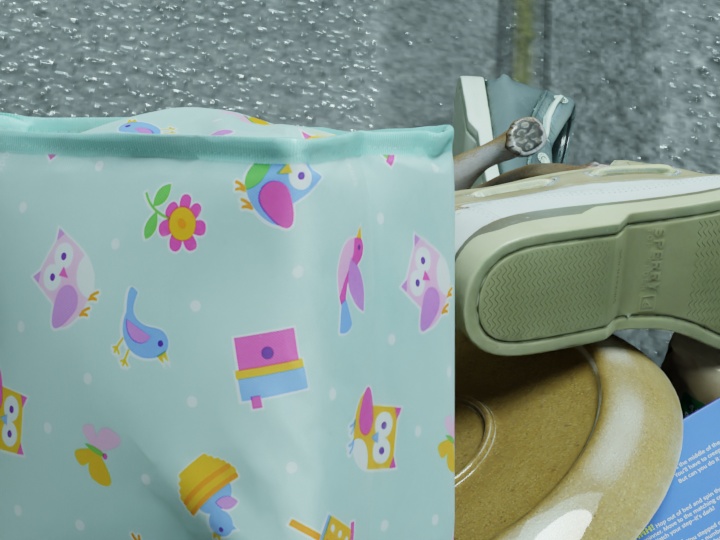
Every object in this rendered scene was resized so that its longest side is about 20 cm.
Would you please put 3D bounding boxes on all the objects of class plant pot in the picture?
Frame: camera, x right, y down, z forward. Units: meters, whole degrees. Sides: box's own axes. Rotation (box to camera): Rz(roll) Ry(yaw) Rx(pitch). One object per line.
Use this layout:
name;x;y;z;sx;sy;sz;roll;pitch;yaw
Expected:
plant pot;0.025;0.077;1.052;0.199;0.028;0.200;-20;30;12

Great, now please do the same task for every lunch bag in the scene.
lunch bag;-0.072;0.030;0.942;0.199;0.171;0.122;2;6;34

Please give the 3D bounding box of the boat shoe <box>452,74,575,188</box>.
boat shoe;0.078;-0.018;1.216;0.061;0.073;0.200;2;38;-7

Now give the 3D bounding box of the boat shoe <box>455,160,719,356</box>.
boat shoe;0.113;-0.012;1.066;0.199;0.075;0.068;0;26;-28

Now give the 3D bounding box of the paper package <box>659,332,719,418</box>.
paper package;0.233;0.049;1.162;0.199;0.104;0.191;23;43;9

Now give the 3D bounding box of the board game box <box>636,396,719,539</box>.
board game box;0.114;0.135;1.012;0.199;0.045;0.135;-30;52;-1

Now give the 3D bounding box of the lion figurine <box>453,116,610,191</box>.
lion figurine;0.000;0.000;1.129;0.199;0.122;0.073;-19;88;-17
